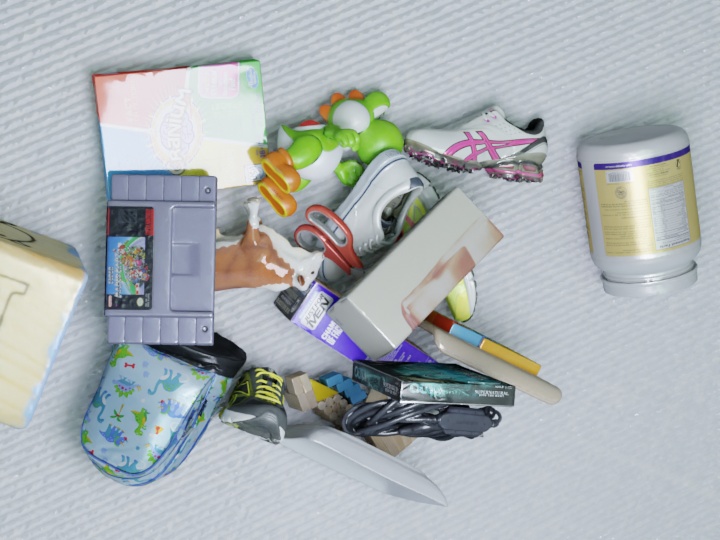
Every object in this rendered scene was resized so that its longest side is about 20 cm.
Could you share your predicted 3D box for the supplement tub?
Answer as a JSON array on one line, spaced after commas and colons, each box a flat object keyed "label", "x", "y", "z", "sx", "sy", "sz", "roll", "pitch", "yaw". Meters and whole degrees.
[{"label": "supplement tub", "x": 0.362, "y": -0.078, "z": 1.810, "sx": 0.145, "sy": 0.145, "sz": 0.200, "roll": -13, "pitch": 104, "yaw": -12}]

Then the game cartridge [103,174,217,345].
[{"label": "game cartridge", "x": -0.234, "y": -0.013, "z": 1.645, "sx": 0.130, "sy": 0.038, "sz": 0.200, "roll": 1, "pitch": 86, "yaw": -6}]

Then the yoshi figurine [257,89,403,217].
[{"label": "yoshi figurine", "x": -0.023, "y": -0.140, "z": 1.707, "sx": 0.200, "sy": 0.112, "sz": 0.112, "roll": -39, "pitch": 121, "yaw": -26}]

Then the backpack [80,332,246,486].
[{"label": "backpack", "x": -0.255, "y": 0.162, "z": 1.700, "sx": 0.163, "sy": 0.154, "sz": 0.200, "roll": 28, "pitch": 107, "yaw": 3}]

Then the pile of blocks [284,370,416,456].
[{"label": "pile of blocks", "x": -0.018, "y": 0.173, "z": 1.805, "sx": 0.200, "sy": 0.062, "sz": 0.082, "roll": 35, "pitch": 78, "yaw": -26}]

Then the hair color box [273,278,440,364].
[{"label": "hair color box", "x": -0.004, "y": 0.080, "z": 1.762, "sx": 0.200, "sy": 0.109, "sz": 0.065, "roll": 32, "pitch": 91, "yaw": -18}]

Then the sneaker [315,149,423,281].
[{"label": "sneaker", "x": 0.008, "y": -0.053, "z": 1.722, "sx": 0.073, "sy": 0.071, "sz": 0.200, "roll": -4, "pitch": 135, "yaw": -43}]

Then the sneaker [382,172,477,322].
[{"label": "sneaker", "x": 0.081, "y": -0.019, "z": 1.787, "sx": 0.090, "sy": 0.078, "sz": 0.200, "roll": -26, "pitch": 94, "yaw": -9}]

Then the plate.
[{"label": "plate", "x": -0.007, "y": 0.236, "z": 1.749, "sx": 0.199, "sy": 0.200, "sz": 0.032, "roll": 27, "pitch": 76, "yaw": -18}]

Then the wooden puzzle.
[{"label": "wooden puzzle", "x": 0.146, "y": 0.093, "z": 1.756, "sx": 0.185, "sy": 0.200, "sz": 0.037, "roll": 27, "pitch": 95, "yaw": -18}]

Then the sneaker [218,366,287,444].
[{"label": "sneaker", "x": -0.127, "y": 0.156, "z": 1.703, "sx": 0.074, "sy": 0.200, "sz": 0.085, "roll": 24, "pitch": 83, "yaw": -14}]

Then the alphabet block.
[{"label": "alphabet block", "x": -0.444, "y": 0.042, "z": 1.597, "sx": 0.200, "sy": 0.195, "sz": 0.197, "roll": 21, "pitch": 92, "yaw": -19}]

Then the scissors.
[{"label": "scissors", "x": 0.000, "y": 0.000, "z": 1.717, "sx": 0.200, "sy": 0.014, "sz": 0.073, "roll": 43, "pitch": 128, "yaw": -6}]

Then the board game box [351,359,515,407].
[{"label": "board game box", "x": 0.080, "y": 0.130, "z": 1.631, "sx": 0.135, "sy": 0.200, "sz": 0.028, "roll": 4, "pitch": 92, "yaw": -16}]

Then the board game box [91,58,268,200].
[{"label": "board game box", "x": -0.215, "y": -0.170, "z": 1.695, "sx": 0.200, "sy": 0.040, "sz": 0.153, "roll": -8, "pitch": 102, "yaw": -13}]

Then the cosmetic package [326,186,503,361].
[{"label": "cosmetic package", "x": 0.065, "y": 0.005, "z": 1.672, "sx": 0.087, "sy": 0.103, "sz": 0.200, "roll": 47, "pitch": 72, "yaw": -2}]

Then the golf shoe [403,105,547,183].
[{"label": "golf shoe", "x": 0.146, "y": -0.166, "z": 1.779, "sx": 0.200, "sy": 0.073, "sz": 0.092, "roll": 6, "pitch": 93, "yaw": -26}]

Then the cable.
[{"label": "cable", "x": 0.062, "y": 0.181, "z": 1.723, "sx": 0.200, "sy": 0.163, "sz": 0.051, "roll": 5, "pitch": 79, "yaw": -28}]

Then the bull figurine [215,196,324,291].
[{"label": "bull figurine", "x": -0.147, "y": -0.024, "z": 1.697, "sx": 0.200, "sy": 0.065, "sz": 0.122, "roll": -9, "pitch": 97, "yaw": 14}]
